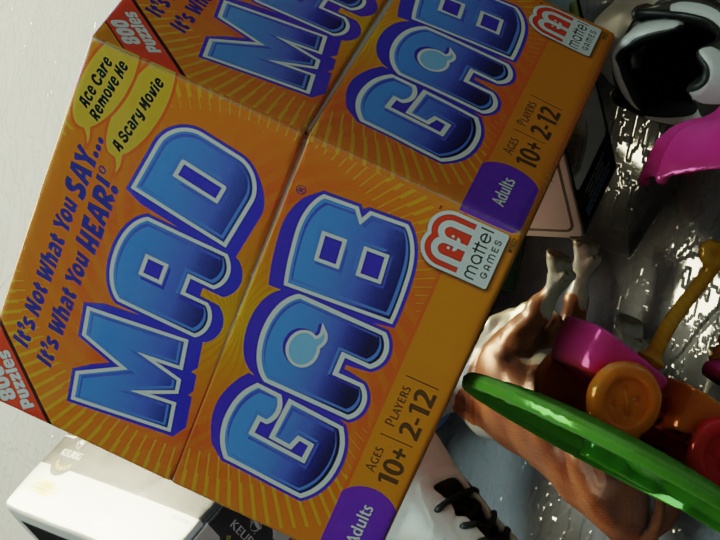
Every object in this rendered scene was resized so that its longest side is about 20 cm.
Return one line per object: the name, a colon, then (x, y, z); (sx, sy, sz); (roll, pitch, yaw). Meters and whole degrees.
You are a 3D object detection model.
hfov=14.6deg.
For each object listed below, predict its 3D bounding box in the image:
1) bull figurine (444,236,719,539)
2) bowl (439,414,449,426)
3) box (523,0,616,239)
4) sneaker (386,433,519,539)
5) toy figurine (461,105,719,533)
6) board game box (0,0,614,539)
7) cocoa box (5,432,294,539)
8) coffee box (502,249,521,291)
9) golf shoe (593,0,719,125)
bull figurine: (0.102, 0.057, 1.411); (0.200, 0.065, 0.121); (40, 117, 41)
bowl: (0.000, 0.000, 1.564); (0.201, 0.039, 0.201); (11, 103, 61)
box: (0.049, -0.112, 1.392); (0.117, 0.200, 0.060); (3, 41, 25)
sneaker: (0.060, 0.146, 1.434); (0.080, 0.074, 0.200); (-31, 88, 43)
toy figurine: (0.172, 0.017, 1.242); (0.184, 0.200, 0.150); (-62, 21, -5)
board game box: (-0.027, -0.028, 1.290); (0.200, 0.200, 0.200); (-62, -5, -56)
cocoa box: (-0.081, 0.144, 1.602); (0.131, 0.133, 0.200); (-49, 28, -18)
coffee box: (0.032, -0.061, 1.602); (0.200, 0.044, 0.123); (15, 97, 61)
golf shoe: (0.151, -0.109, 1.353); (0.200, 0.094, 0.078); (23, 104, 62)
